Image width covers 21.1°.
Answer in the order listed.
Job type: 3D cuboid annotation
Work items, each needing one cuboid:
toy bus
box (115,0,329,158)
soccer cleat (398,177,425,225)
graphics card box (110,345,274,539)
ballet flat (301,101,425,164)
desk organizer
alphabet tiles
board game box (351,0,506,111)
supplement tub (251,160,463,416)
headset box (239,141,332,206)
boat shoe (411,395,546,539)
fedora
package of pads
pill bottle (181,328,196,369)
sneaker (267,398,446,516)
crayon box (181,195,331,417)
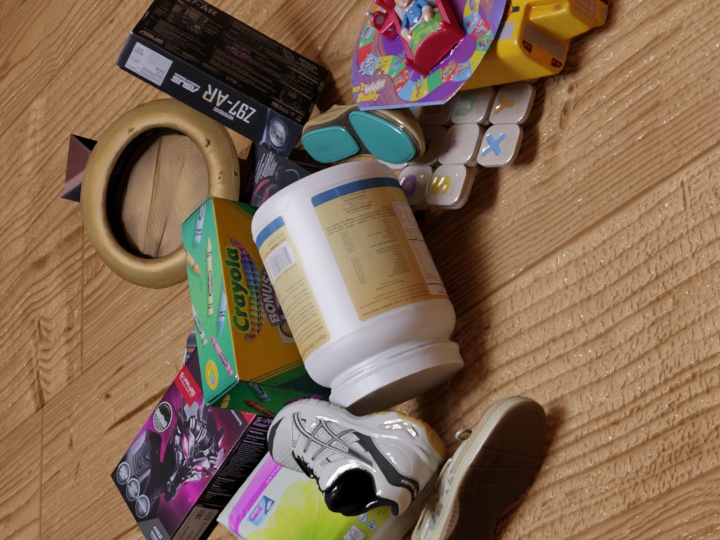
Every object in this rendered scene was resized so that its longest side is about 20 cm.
[{"bbox_3d":[0.124,-0.210,1.707,0.200,0.065,0.079,-4,66,50],"label":"toy bus"},{"bbox_3d":[-0.139,-0.210,1.995,0.044,0.200,0.160,-58,7,28],"label":"box"},{"bbox_3d":[0.000,0.000,1.871,0.201,0.068,0.085,-66,24,12],"label":"soccer cleat"},{"bbox_3d":[-0.158,0.173,1.901,0.200,0.051,0.126,-55,47,21],"label":"graphics card box"},{"bbox_3d":[0.012,-0.140,1.821,0.063,0.069,0.200,-44,23,-23],"label":"ballet flat"},{"bbox_3d":[-0.226,-0.102,2.149,0.072,0.199,0.077,-26,55,54],"label":"desk organizer"},{"bbox_3d":[0.090,-0.151,1.782,0.195,0.015,0.201,3,72,54],"label":"alphabet tiles"},{"bbox_3d":[0.046,-0.225,1.722,0.200,0.039,0.159,2,70,52],"label":"board game box"},{"bbox_3d":[-0.001,0.018,1.738,0.145,0.144,0.201,-37,70,47],"label":"supplement tub"},{"bbox_3d":[-0.073,-0.043,1.992,0.200,0.075,0.149,34,108,58],"label":"headset box"},{"bbox_3d":[0.092,0.181,1.635,0.200,0.073,0.063,-64,36,23],"label":"boat shoe"},{"bbox_3d":[-0.199,-0.079,2.044,0.200,0.082,0.201,-2,83,22],"label":"fedora"},{"bbox_3d":[-0.027,0.210,1.777,0.155,0.068,0.200,-51,29,-12],"label":"package of pads"},{"bbox_3d":[-0.136,0.125,2.004,0.106,0.106,0.201,-2,77,59],"label":"pill bottle"},{"bbox_3d":[-0.022,0.167,1.673,0.200,0.076,0.088,-3,46,47],"label":"sneaker"},{"bbox_3d":[-0.095,0.037,1.818,0.058,0.118,0.201,-39,50,41],"label":"crayon box"}]
